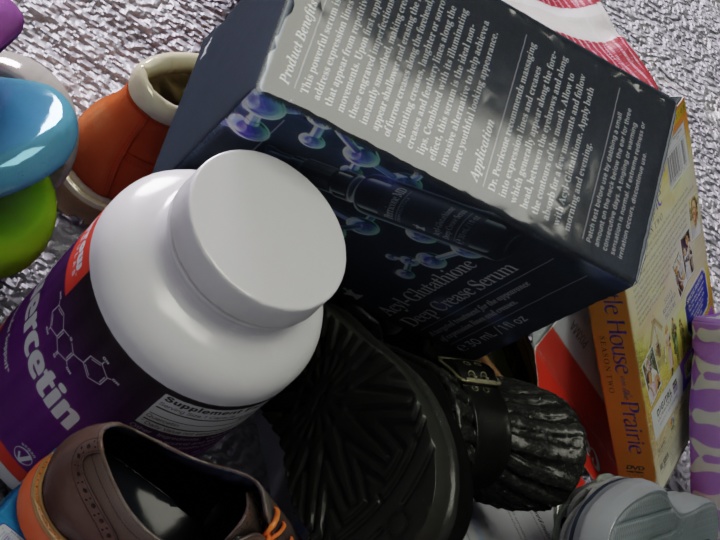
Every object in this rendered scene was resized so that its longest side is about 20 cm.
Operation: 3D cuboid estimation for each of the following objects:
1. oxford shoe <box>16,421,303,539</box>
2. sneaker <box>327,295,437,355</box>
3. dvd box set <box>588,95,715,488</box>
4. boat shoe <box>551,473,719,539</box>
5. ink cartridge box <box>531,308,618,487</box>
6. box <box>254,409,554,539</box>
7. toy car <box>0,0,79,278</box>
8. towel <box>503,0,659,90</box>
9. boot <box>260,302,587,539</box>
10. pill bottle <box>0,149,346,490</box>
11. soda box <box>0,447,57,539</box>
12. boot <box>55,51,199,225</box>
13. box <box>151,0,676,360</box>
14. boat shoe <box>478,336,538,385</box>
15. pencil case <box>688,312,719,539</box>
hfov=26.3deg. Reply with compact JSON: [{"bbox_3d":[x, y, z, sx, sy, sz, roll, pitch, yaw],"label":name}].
[{"bbox_3d":[-0.049,0.134,0.656,0.200,0.073,0.071,33,45,-16],"label":"oxford shoe"},{"bbox_3d":[-0.002,0.002,0.835,0.060,0.104,0.200,-45,133,-26],"label":"sneaker"},{"bbox_3d":[0.177,0.013,0.936,0.146,0.029,0.200,-47,130,-50],"label":"dvd box set"},{"bbox_3d":[0.130,0.143,0.801,0.200,0.067,0.074,23,76,-62],"label":"boat shoe"},{"bbox_3d":[0.151,0.055,0.950,0.162,0.050,0.200,51,28,-46],"label":"ink cartridge box"},{"bbox_3d":[0.044,0.139,0.808,0.200,0.041,0.156,28,16,-21],"label":"box"},{"bbox_3d":[-0.217,-0.086,0.723,0.200,0.150,0.175,42,42,-7],"label":"toy car"},{"bbox_3d":[0.086,-0.159,0.875,0.144,0.023,0.200,7,45,-36],"label":"towel"},{"bbox_3d":[0.044,0.088,0.723,0.158,0.080,0.211,28,14,-26],"label":"boot"},{"bbox_3d":[-0.093,0.029,0.703,0.112,0.200,0.113,21,50,-27],"label":"pill bottle"},{"bbox_3d":[-0.093,0.178,0.693,0.200,0.068,0.064,44,44,-5],"label":"soda box"},{"bbox_3d":[-0.068,-0.068,0.869,0.200,0.107,0.075,3,53,-42],"label":"boot"},{"bbox_3d":[0.023,-0.057,0.739,0.200,0.148,0.107,26,63,-17],"label":"box"},{"bbox_3d":[0.065,0.015,0.938,0.076,0.074,0.200,5,55,-38],"label":"boat shoe"},{"bbox_3d":[0.242,0.116,0.950,0.084,0.086,0.201,1,93,-1],"label":"pencil case"}]
